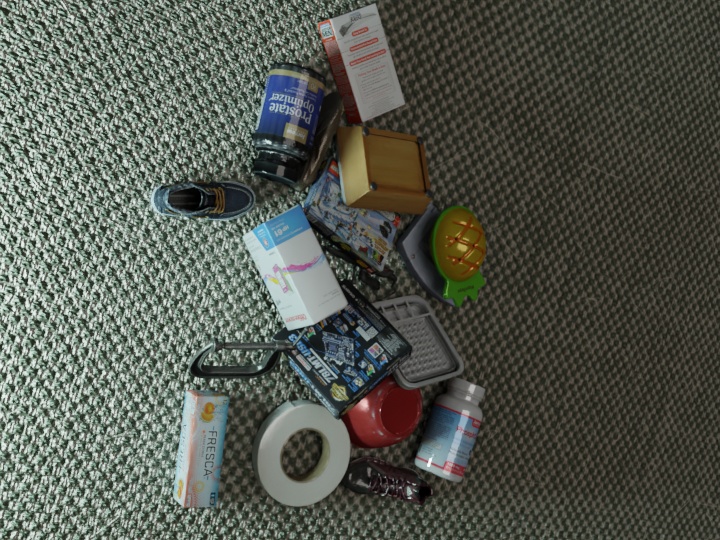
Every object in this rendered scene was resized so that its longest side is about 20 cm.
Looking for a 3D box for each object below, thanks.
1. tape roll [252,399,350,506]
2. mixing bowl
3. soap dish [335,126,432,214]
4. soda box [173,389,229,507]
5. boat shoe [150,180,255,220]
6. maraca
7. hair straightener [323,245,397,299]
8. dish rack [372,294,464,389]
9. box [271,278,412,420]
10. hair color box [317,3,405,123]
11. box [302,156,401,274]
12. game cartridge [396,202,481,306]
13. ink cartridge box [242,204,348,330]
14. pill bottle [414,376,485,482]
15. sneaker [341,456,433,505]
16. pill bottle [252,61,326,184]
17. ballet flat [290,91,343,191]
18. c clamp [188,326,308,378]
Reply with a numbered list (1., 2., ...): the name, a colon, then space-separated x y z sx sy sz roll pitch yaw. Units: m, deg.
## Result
1. tape roll: -0.114 0.354 1.732 0.199 0.037 0.208 -4 99 -26
2. mixing bowl: 0.052 0.270 1.795 0.196 0.108 0.205 -2 94 -31
3. soap dish: 0.049 -0.198 1.738 0.197 0.081 0.161 3 74 -39
4. soda box: -0.290 0.322 1.618 0.067 0.063 0.205 7 91 -31
5. boat shoe: -0.266 -0.122 1.580 0.197 0.090 0.073 -5 96 -31
6. maraca: 0.202 -0.031 1.821 0.135 0.106 0.205 -16 102 -29
7. hair straightener: 0.000 0.000 1.787 0.199 0.041 0.078 36 76 -33
8. dish rack: 0.101 0.149 1.794 0.169 0.044 0.202 -9 56 -37
9. box: -0.036 0.146 1.700 0.198 0.050 0.200 -39 70 -21
10. hair color box: 0.003 -0.402 1.737 0.109 0.064 0.204 -25 108 -25
11. box: -0.017 -0.106 1.735 0.199 0.040 0.139 38 56 -26
12. game cartridge: 0.163 -0.026 1.880 0.200 0.040 0.134 48 67 -25
13. ink cartridge box: -0.120 0.000 1.623 0.084 0.144 0.203 -29 94 -24
14. pill bottle: 0.195 0.334 1.884 0.107 0.108 0.204 24 82 -30
15. sneaker: 0.066 0.431 1.810 0.197 0.115 0.077 12 88 -31
16. pill bottle: -0.135 -0.268 1.636 0.110 0.111 0.205 15 86 -31
17. ballet flat: -0.079 -0.244 1.702 0.046 0.067 0.204 28 81 -43
18. c clamp: -0.209 0.148 1.614 0.196 0.172 0.028 -1 55 -24
